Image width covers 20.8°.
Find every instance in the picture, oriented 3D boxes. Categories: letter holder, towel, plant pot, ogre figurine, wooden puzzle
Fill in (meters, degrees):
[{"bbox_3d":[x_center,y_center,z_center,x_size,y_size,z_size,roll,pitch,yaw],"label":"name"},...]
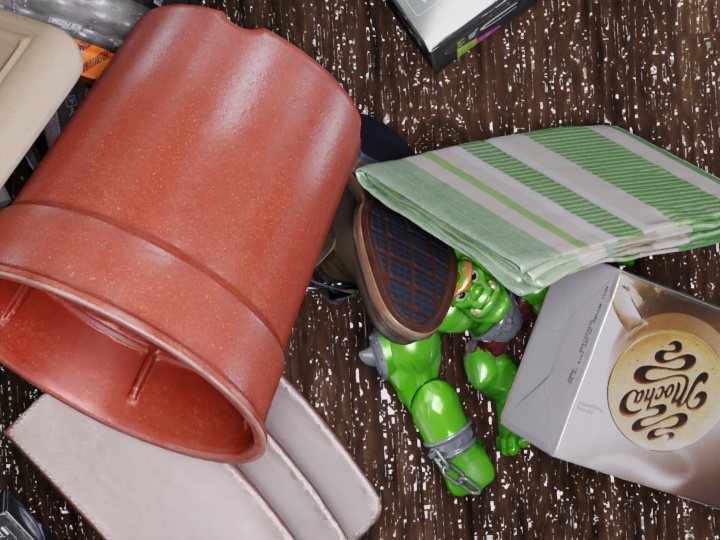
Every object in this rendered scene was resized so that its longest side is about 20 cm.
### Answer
[{"bbox_3d":[-0.094,0.121,1.205,0.142,0.101,0.200,-44,88,-1],"label":"letter holder"},{"bbox_3d":[0.120,-0.041,1.140,0.199,0.152,0.024,-14,124,-36],"label":"towel"},{"bbox_3d":[-0.101,-0.027,1.093,0.199,0.201,0.196,26,69,2],"label":"plant pot"},{"bbox_3d":[0.081,0.029,1.206,0.119,0.098,0.200,34,106,-15],"label":"ogre figurine"},{"bbox_3d":[-0.269,-0.077,1.094,0.199,0.037,0.186,23,72,33],"label":"wooden puzzle"}]

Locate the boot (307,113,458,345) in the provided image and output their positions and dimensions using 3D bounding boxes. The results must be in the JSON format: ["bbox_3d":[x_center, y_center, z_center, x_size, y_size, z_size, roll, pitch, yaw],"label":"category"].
[{"bbox_3d":[0.000,0.000,1.162,0.074,0.201,0.097,26,119,-23],"label":"boot"}]

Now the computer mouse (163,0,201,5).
[{"bbox_3d":[-0.162,-0.258,1.237,0.139,0.046,0.202,3,89,1],"label":"computer mouse"}]

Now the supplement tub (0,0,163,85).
[{"bbox_3d":[-0.164,-0.217,1.156,0.121,0.123,0.202,16,90,2],"label":"supplement tub"}]

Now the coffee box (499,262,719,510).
[{"bbox_3d":[0.198,0.075,1.164,0.199,0.080,0.114,20,93,-23],"label":"coffee box"}]

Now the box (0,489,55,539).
[{"bbox_3d":[-0.212,0.261,1.205,0.160,0.044,0.200,-41,106,1],"label":"box"}]

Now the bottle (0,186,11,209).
[{"bbox_3d":[-0.284,-0.121,1.221,0.065,0.084,0.201,-28,89,11],"label":"bottle"}]

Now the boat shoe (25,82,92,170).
[{"bbox_3d":[-0.199,-0.141,1.229,0.066,0.057,0.202,-18,88,11],"label":"boat shoe"}]

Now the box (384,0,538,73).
[{"bbox_3d":[0.036,-0.239,1.178,0.124,0.149,0.201,-36,89,5],"label":"box"}]
